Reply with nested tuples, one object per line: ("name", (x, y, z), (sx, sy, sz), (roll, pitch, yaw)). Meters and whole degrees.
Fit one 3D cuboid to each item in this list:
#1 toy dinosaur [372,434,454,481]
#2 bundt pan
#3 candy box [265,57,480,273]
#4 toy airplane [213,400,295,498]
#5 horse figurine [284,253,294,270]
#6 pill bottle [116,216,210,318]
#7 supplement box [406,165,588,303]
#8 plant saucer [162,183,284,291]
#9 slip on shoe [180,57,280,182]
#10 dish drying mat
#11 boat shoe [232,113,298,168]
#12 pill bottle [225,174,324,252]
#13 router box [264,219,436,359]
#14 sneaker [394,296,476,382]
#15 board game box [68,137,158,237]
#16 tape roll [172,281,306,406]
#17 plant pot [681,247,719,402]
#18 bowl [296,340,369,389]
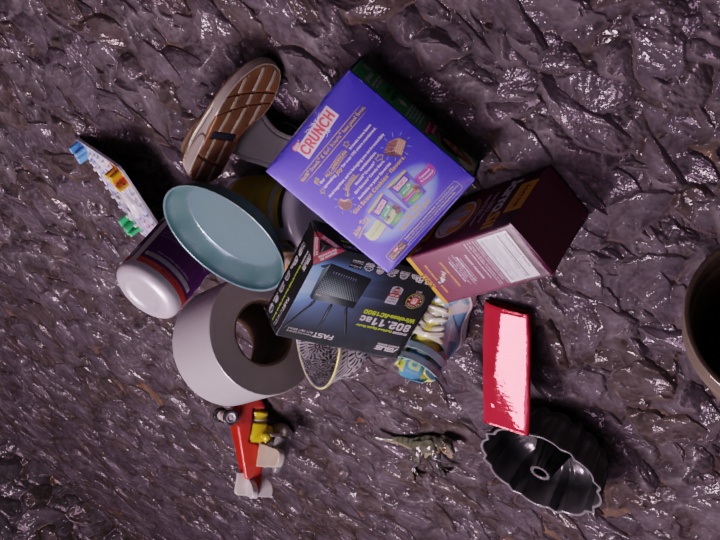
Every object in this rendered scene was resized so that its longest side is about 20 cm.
("toy dinosaur", (0.110, 0.322, 1.974), (0.200, 0.047, 0.088), (-7, 114, 48))
("bundt pan", (0.287, 0.280, 1.718), (0.202, 0.076, 0.202), (24, 146, 18))
("candy box", (0.016, -0.128, 1.381), (0.200, 0.077, 0.169), (40, 112, -8))
("toy airplane", (-0.196, 0.347, 2.209), (0.200, 0.141, 0.199), (55, 148, 37))
("horse figurine", (-0.102, 0.011, 1.695), (0.200, 0.050, 0.133), (36, 129, 57))
("pill bottle", (-0.276, -0.029, 1.744), (0.112, 0.200, 0.113), (25, 146, 18))
("supplement box", (0.166, -0.040, 1.390), (0.086, 0.110, 0.200), (48, 146, -16))
("plant saucer", (-0.181, -0.053, 1.565), (0.200, 0.036, 0.200), (24, 147, 17))
("slip on shoe", (-0.178, -0.208, 1.501), (0.200, 0.076, 0.061), (-56, 47, 29))
("dish drying mat", (0.209, 0.139, 1.604), (0.077, 0.018, 0.200), (14, 121, 32))
("boat shoe", (-0.116, -0.168, 1.537), (0.200, 0.076, 0.060), (37, -168, 28))
("pill bottle", (-0.131, -0.082, 1.621), (0.200, 0.112, 0.112), (2, 134, 43))
("router box", (-0.006, 0.029, 1.510), (0.200, 0.062, 0.150), (13, 120, -29))
("sneaker", (0.101, 0.084, 1.594), (0.079, 0.131, 0.200), (22, 144, 23))
("board game box", (-0.386, -0.110, 1.844), (0.200, 0.026, 0.200), (30, 154, 51))
("tape roll", (-0.188, 0.113, 1.844), (0.203, 0.203, 0.139), (47, 146, -16))
("plant pot", (0.448, 0.084, 1.233), (0.200, 0.200, 0.174), (23, 162, 20))
("bowl", (-0.025, 0.077, 1.710), (0.094, 0.201, 0.201), (-1, 157, -23))
